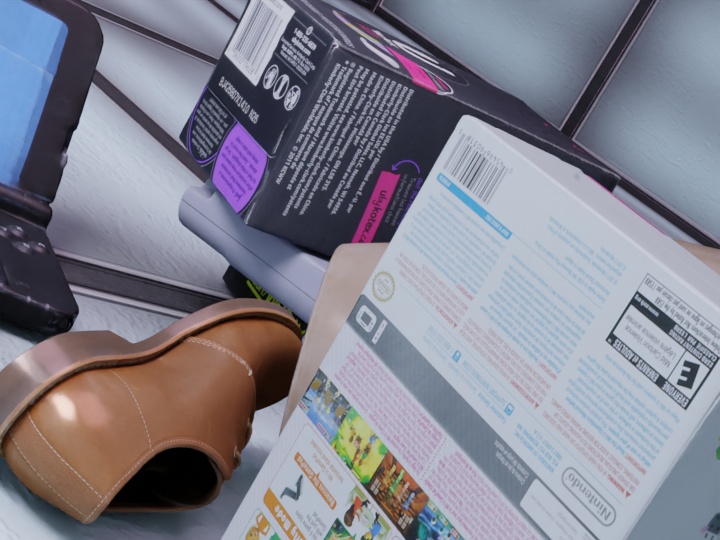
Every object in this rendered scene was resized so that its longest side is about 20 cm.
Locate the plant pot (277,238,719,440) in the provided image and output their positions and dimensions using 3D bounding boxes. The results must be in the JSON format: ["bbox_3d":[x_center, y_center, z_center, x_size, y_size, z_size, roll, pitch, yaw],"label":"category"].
[{"bbox_3d":[0.057,0.068,0.680,0.171,0.202,0.200,15,11,2],"label":"plant pot"}]

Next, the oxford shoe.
[{"bbox_3d":[-0.070,0.061,0.641,0.071,0.071,0.199,46,24,14],"label":"oxford shoe"}]

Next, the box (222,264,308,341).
[{"bbox_3d":[0.035,0.062,0.940,0.199,0.048,0.193,24,12,-32],"label":"box"}]

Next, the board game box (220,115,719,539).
[{"bbox_3d":[0.039,0.076,0.498,0.064,0.201,0.148,22,15,-38],"label":"board game box"}]

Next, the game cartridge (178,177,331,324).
[{"bbox_3d":[0.000,0.000,0.913,0.132,0.041,0.199,32,13,28],"label":"game cartridge"}]

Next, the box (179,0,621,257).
[{"bbox_3d":[0.021,-0.063,0.884,0.198,0.107,0.122,21,16,-33],"label":"box"}]

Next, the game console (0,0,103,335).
[{"bbox_3d":[-0.207,-0.083,0.731,0.199,0.117,0.176,24,13,-29],"label":"game console"}]
